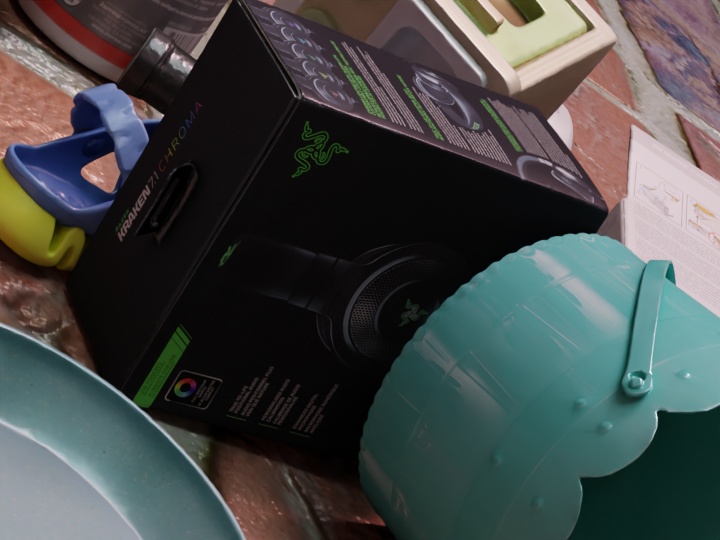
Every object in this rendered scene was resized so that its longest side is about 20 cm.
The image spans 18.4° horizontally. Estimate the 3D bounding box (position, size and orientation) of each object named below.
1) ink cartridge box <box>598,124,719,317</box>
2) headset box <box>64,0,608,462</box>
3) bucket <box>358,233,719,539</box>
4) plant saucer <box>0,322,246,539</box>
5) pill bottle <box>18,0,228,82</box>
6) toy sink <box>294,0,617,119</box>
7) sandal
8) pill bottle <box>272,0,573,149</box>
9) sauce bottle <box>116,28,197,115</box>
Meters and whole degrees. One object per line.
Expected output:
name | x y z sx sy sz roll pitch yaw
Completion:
ink cartridge box | 0.222 0.022 1.285 0.199 0.045 0.177 32 29 -11
headset box | -0.018 -0.013 1.042 0.199 0.175 0.093 18 26 -35
bucket | 0.107 0.092 1.026 0.207 0.208 0.135 14 25 -50
plant saucer | -0.127 0.092 0.841 0.199 0.036 0.200 33 21 -14
pill bottle | -0.108 -0.217 1.315 0.116 0.200 0.116 33 19 -13
toy sink | 0.037 -0.126 1.282 0.130 0.112 0.200 49 37 9
sandal | -0.099 -0.037 1.105 0.080 0.087 0.200 49 19 29
pill bottle | 0.030 -0.108 1.450 0.199 0.114 0.114 30 21 -23
sauce bottle | -0.049 -0.066 1.291 0.199 0.066 0.066 35 19 -11
